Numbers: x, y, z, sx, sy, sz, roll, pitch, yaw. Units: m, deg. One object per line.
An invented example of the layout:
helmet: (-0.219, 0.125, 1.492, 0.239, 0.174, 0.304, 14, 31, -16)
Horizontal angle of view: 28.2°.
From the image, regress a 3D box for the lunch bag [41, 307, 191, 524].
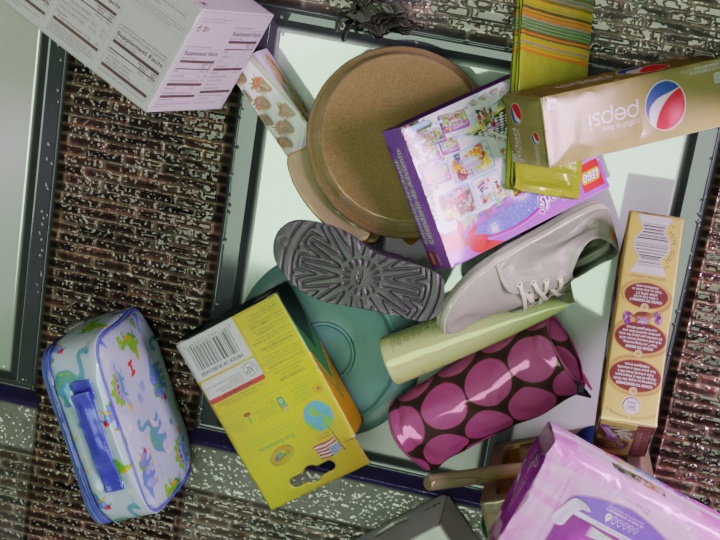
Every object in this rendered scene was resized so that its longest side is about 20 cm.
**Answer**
lunch bag: (-0.250, 0.148, 1.470, 0.082, 0.161, 0.202, -15, 102, 13)

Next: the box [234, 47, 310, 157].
box: (-0.056, -0.128, 1.427, 0.039, 0.041, 0.201, -33, 95, 17)

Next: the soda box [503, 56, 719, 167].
soda box: (0.233, -0.146, 1.302, 0.198, 0.068, 0.065, -15, 105, -22)

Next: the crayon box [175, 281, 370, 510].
crayon box: (-0.085, 0.129, 1.464, 0.126, 0.051, 0.201, -26, 98, 16)

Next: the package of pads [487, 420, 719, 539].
package of pads: (0.224, 0.235, 1.279, 0.199, 0.076, 0.121, 28, 101, -4)

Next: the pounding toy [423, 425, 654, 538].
pounding toy: (0.182, 0.218, 1.395, 0.198, 0.184, 0.144, -11, 102, 13)

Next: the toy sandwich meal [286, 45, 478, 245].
toy sandwich meal: (0.033, -0.115, 1.381, 0.203, 0.070, 0.207, 1, 82, -7)

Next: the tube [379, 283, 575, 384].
tube: (0.117, 0.056, 1.414, 0.198, 0.052, 0.058, -23, 56, 10)

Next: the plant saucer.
plant saucer: (-0.035, 0.082, 1.484, 0.198, 0.027, 0.202, 2, 105, 9)

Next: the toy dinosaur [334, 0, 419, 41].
toy dinosaur: (0.009, -0.295, 1.362, 0.198, 0.102, 0.137, -12, 87, 31)

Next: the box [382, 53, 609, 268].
box: (0.129, -0.103, 1.338, 0.199, 0.039, 0.138, -26, 101, -26)

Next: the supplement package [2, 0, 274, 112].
supplement package: (-0.211, -0.251, 1.346, 0.199, 0.156, 0.111, 38, 109, 12)

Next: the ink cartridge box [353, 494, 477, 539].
ink cartridge box: (0.078, 0.360, 1.503, 0.144, 0.085, 0.201, -30, 96, 16)

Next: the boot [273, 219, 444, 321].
boot: (0.001, 0.001, 1.351, 0.164, 0.200, 0.066, 24, 94, 0)

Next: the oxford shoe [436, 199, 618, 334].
oxford shoe: (0.162, 0.006, 1.357, 0.199, 0.075, 0.058, -31, 63, -5)

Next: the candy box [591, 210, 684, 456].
candy box: (0.256, 0.060, 1.330, 0.056, 0.117, 0.202, 7, 70, 8)

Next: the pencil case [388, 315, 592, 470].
pencil case: (0.129, 0.129, 1.438, 0.199, 0.091, 0.094, -28, 135, 18)

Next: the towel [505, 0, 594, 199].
towel: (0.178, -0.171, 1.333, 0.085, 0.018, 0.202, 6, 87, -27)
